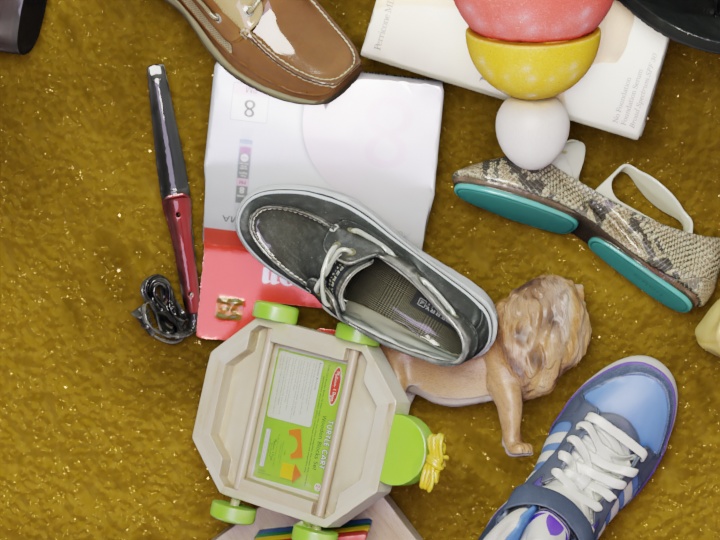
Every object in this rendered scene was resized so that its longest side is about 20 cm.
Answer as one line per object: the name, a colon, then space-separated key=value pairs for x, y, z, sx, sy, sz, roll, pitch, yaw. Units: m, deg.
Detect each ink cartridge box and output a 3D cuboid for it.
ink cartridge box: x=-0.031 y=-0.041 z=1.374 sx=0.161 sy=0.057 sz=0.202 roll=6 pitch=94 yaw=0

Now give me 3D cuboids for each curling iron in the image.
curling iron: x=-0.138 y=-0.045 z=1.393 sx=0.049 sy=0.025 sz=0.202 roll=-7 pitch=100 yaw=-35

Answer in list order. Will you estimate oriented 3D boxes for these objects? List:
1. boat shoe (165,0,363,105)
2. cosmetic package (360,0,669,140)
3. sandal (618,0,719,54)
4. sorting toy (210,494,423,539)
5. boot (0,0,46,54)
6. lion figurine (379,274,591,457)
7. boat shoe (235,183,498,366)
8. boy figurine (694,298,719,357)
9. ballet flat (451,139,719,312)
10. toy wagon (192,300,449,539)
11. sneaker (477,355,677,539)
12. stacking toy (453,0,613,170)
boat shoe: x=-0.084 y=-0.190 z=1.323 sx=0.200 sy=0.074 sz=0.076 roll=38 pitch=65 yaw=13
cosmetic package: x=0.109 y=-0.166 z=1.335 sx=0.199 sy=0.071 sz=0.106 roll=16 pitch=98 yaw=3
sandal: x=0.188 y=-0.211 z=1.278 sx=0.201 sy=0.075 sz=0.048 roll=48 pitch=144 yaw=30
sorting toy: x=-0.031 y=0.265 z=1.409 sx=0.198 sy=0.070 sz=0.200 roll=-37 pitch=92 yaw=9
boot: x=-0.306 y=-0.264 z=1.382 sx=0.199 sy=0.068 sz=0.190 roll=17 pitch=107 yaw=11
lion figurine: x=0.064 y=0.072 z=1.369 sx=0.198 sy=0.072 sz=0.124 roll=-6 pitch=82 yaw=10
boat shoe: x=0.000 y=0.000 z=1.316 sx=0.199 sy=0.071 sz=0.073 roll=25 pitch=107 yaw=12
boy figurine: x=0.328 y=0.017 z=1.343 sx=0.198 sy=0.064 sz=0.125 roll=-9 pitch=99 yaw=4
ballet flat: x=0.162 y=-0.044 z=1.357 sx=0.199 sy=0.068 sz=0.076 roll=27 pitch=78 yaw=-4
toy wagon: x=-0.024 y=0.112 z=1.351 sx=0.199 sy=0.039 sz=0.156 roll=13 pitch=92 yaw=28
sneaker: x=0.149 y=0.155 z=1.337 sx=0.080 sy=0.146 sz=0.200 roll=38 pitch=100 yaw=-1
stacking toy: x=0.107 y=-0.161 z=1.249 sx=0.145 sy=0.146 sz=0.202 roll=3 pitch=110 yaw=5
